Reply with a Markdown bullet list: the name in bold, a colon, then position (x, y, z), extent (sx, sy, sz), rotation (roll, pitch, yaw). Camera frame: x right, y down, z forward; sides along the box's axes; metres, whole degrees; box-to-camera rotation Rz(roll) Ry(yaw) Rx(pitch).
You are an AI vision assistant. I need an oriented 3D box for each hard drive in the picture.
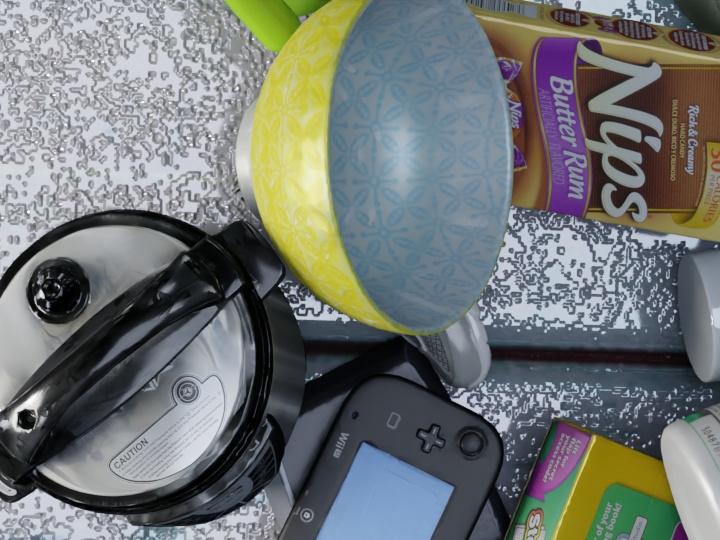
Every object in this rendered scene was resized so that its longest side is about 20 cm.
- **hard drive**: position (0.022, 0.155, 1.461), extent (0.134, 0.042, 0.201), rotation (-26, 95, -5)

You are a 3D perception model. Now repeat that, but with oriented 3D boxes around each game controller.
- **game controller**: position (0.005, 0.166, 1.417), extent (0.104, 0.042, 0.201), rotation (26, 88, -7)

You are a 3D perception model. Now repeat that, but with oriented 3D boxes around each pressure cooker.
- **pressure cooker**: position (-0.129, 0.056, 1.347), extent (0.177, 0.200, 0.177), rotation (7, 85, 9)

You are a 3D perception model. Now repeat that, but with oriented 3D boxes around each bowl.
- **bowl**: position (-0.007, -0.064, 1.345), extent (0.107, 0.200, 0.202), rotation (0, 93, 33)

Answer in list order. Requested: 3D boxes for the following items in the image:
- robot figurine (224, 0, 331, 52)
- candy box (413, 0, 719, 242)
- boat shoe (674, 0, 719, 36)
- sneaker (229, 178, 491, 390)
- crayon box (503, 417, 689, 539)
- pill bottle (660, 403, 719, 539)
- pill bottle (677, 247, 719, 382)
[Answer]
- **robot figurine**: position (-0.037, -0.219, 1.360), extent (0.115, 0.200, 0.176), rotation (35, 69, -5)
- **candy box**: position (0.136, -0.095, 1.430), extent (0.198, 0.057, 0.118), rotation (9, 111, 0)
- **boat shoe**: position (0.243, -0.166, 1.466), extent (0.060, 0.072, 0.202), rotation (-39, 103, -8)
- **sneaker**: position (0.000, 0.000, 1.436), extent (0.082, 0.075, 0.200), rotation (-39, 84, -16)
- **crayon box**: position (0.161, 0.214, 1.450), extent (0.172, 0.058, 0.201), rotation (22, 89, -25)
- **pill bottle**: position (0.286, 0.107, 1.373), extent (0.199, 0.113, 0.114), rotation (-22, 94, -5)
- **pill bottle**: position (0.303, 0.015, 1.455), extent (0.198, 0.112, 0.113), rotation (-8, 93, -6)
